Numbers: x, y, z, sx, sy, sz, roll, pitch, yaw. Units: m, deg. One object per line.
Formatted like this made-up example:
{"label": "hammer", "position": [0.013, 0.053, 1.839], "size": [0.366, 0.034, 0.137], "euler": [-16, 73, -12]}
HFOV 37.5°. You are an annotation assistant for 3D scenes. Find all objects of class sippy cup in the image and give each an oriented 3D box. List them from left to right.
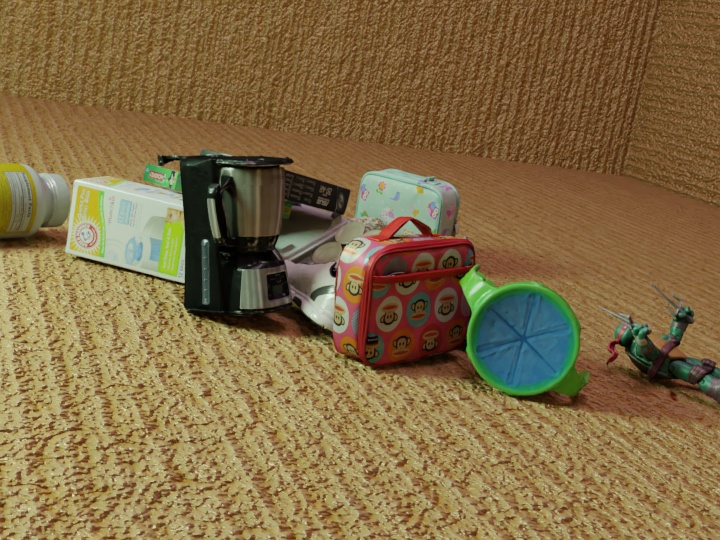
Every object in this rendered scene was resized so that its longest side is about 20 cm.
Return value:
{"label": "sippy cup", "position": [0.202, 0.073, 1.312], "size": [0.138, 0.180, 0.130], "euler": [-10, 7, 12]}

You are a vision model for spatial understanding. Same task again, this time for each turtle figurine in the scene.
{"label": "turtle figurine", "position": [0.415, 0.103, 1.429], "size": [0.199, 0.101, 0.149], "euler": [32, 36, 22]}

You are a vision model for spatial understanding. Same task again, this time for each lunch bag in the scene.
{"label": "lunch bag", "position": [0.058, 0.020, 1.327], "size": [0.199, 0.178, 0.082], "euler": [-7, 17, -42]}
{"label": "lunch bag", "position": [0.085, -0.097, 1.892], "size": [0.199, 0.162, 0.077], "euler": [18, 16, 36]}

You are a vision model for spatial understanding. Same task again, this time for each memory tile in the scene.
{"label": "memory tile", "position": [0.000, 0.000, 1.540], "size": [0.153, 0.017, 0.199], "euler": [-44, 40, -20]}

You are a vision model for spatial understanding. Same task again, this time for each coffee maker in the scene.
{"label": "coffee maker", "position": [-0.174, -0.049, 1.389], "size": [0.134, 0.202, 0.191], "euler": [-5, 10, -35]}

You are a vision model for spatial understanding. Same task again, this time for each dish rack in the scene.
{"label": "dish rack", "position": [-0.117, -0.059, 1.701], "size": [0.171, 0.044, 0.199], "euler": [20, 37, 35]}

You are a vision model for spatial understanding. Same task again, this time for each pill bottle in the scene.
{"label": "pill bottle", "position": [-0.532, -0.101, 1.551], "size": [0.111, 0.112, 0.199], "euler": [20, 16, 38]}

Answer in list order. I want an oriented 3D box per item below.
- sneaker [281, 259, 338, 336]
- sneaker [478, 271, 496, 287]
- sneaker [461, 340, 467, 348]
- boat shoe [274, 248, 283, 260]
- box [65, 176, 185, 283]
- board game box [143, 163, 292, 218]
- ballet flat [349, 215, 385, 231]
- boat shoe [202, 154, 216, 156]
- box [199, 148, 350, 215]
{"label": "sneaker", "position": [-0.055, 0.022, 1.425], "size": [0.074, 0.080, 0.200], "euler": [35, 1, -33]}
{"label": "sneaker", "position": [0.132, 0.035, 1.556], "size": [0.199, 0.084, 0.076], "euler": [37, 39, 25]}
{"label": "sneaker", "position": [0.127, 0.062, 1.449], "size": [0.199, 0.076, 0.078], "euler": [17, 18, 36]}
{"label": "boat shoe", "position": [-0.182, -0.044, 1.614], "size": [0.199, 0.067, 0.057], "euler": [31, 19, 23]}
{"label": "box", "position": [-0.314, -0.062, 1.543], "size": [0.198, 0.114, 0.101], "euler": [14, 11, 12]}
{"label": "board game box", "position": [-0.223, -0.123, 1.652], "size": [0.199, 0.029, 0.134], "euler": [14, 4, -33]}
{"label": "ballet flat", "position": [-0.038, -0.050, 1.821], "size": [0.198, 0.076, 0.064], "euler": [-6, 28, -23]}
{"label": "boat shoe", "position": [-0.170, -0.073, 1.495], "size": [0.071, 0.203, 0.070], "euler": [-13, 21, 5]}
{"label": "box", "position": [-0.133, -0.138, 1.656], "size": [0.159, 0.044, 0.199], "euler": [17, 3, 31]}
